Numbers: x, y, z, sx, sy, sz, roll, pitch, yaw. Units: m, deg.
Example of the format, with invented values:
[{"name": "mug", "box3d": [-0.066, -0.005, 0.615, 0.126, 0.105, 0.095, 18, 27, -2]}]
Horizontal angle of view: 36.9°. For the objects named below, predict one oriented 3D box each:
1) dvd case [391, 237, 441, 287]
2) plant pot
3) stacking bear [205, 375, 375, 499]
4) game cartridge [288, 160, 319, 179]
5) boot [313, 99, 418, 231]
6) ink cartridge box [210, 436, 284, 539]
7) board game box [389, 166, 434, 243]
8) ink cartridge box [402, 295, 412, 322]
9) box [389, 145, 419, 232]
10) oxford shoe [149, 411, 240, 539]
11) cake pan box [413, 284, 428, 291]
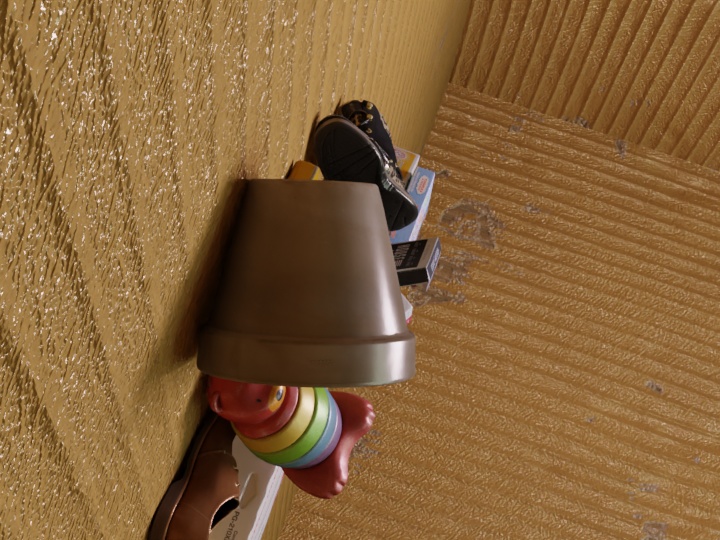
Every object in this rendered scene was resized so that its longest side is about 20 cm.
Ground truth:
[{"name": "dvd case", "box3d": [0.000, 0.000, 1.411, 0.150, 0.200, 0.025, -60, 139, -71]}, {"name": "plant pot", "box3d": [-0.046, 0.006, 0.973, 0.200, 0.200, 0.174, -35, 128, -84]}, {"name": "stacking bear", "box3d": [-0.089, 0.147, 1.146, 0.200, 0.114, 0.122, 46, 64, -51]}, {"name": "game cartridge", "box3d": [-0.100, 0.004, 1.197, 0.176, 0.032, 0.200, 104, 9, -56]}, {"name": "boot", "box3d": [-0.003, -0.155, 1.338, 0.200, 0.073, 0.151, 42, 25, -43]}, {"name": "ink cartridge box", "box3d": [-0.154, 0.281, 1.337, 0.200, 0.084, 0.145, 101, 8, -70]}, {"name": "board game box", "box3d": [0.073, -0.063, 1.733, 0.200, 0.037, 0.151, 86, 24, -76]}, {"name": "ink cartridge box", "box3d": [-0.019, 0.102, 1.716, 0.200, 0.083, 0.145, -39, 171, -6]}, {"name": "box", "box3d": [0.014, -0.099, 1.753, 0.113, 0.101, 0.200, -65, 173, -55]}, {"name": "oxford shoe", "box3d": [-0.155, 0.221, 1.148, 0.200, 0.071, 0.071, -70, 175, -46]}, {"name": "cake pan box", "box3d": [0.079, -0.027, 2.416, 0.200, 0.184, 0.052, 98, 12, -75]}]
